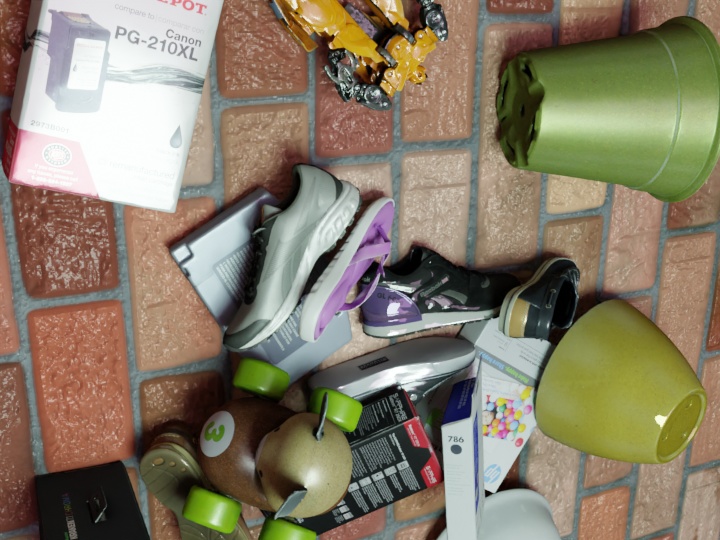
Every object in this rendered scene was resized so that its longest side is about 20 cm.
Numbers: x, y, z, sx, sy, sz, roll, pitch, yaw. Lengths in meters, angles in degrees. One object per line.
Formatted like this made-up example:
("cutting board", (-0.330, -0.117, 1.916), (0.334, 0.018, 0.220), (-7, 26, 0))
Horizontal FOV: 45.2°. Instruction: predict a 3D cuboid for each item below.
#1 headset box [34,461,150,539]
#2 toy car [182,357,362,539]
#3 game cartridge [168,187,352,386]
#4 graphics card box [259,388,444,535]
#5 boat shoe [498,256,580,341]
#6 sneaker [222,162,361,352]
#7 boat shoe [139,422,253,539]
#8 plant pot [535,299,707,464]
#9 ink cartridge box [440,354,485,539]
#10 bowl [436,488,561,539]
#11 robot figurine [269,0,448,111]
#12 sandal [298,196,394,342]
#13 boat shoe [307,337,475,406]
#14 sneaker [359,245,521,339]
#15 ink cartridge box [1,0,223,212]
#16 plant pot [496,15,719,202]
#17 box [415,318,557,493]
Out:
("headset box", (-0.257, 0.308, 0.839), (0.092, 0.174, 0.202), (-6, 108, -23))
("toy car", (-0.071, 0.171, 0.792), (0.157, 0.200, 0.165), (22, 74, -6))
("game cartridge", (-0.093, 0.021, 0.902), (0.133, 0.041, 0.201), (-37, 119, -15))
("graphics card box", (-0.017, 0.221, 0.955), (0.199, 0.051, 0.126), (-25, 131, 0))
("boat shoe", (0.222, 0.035, 1.000), (0.200, 0.062, 0.075), (-25, 125, -57))
("sneaker", (-0.082, -0.013, 0.842), (0.079, 0.074, 0.201), (32, 85, -21))
("boat shoe", (-0.160, 0.249, 0.921), (0.072, 0.068, 0.201), (-18, 113, 16))
("plant pot", (0.334, 0.156, 1.063), (0.199, 0.142, 0.201), (-21, 126, -31))
("ink cartridge box", (0.118, 0.205, 0.985), (0.039, 0.100, 0.202), (2, 110, 14))
("bowl", (0.187, 0.387, 1.108), (0.200, 0.090, 0.202), (-14, 125, -21))
("robot figurine", (-0.005, -0.253, 0.839), (0.200, 0.058, 0.145), (42, 87, -30))
("sandal", (-0.001, 0.005, 0.880), (0.203, 0.050, 0.083), (-56, 165, -39))
("boat shoe", (0.040, 0.131, 0.982), (0.199, 0.072, 0.068), (-16, 111, -18))
("sneaker", (0.094, 0.013, 0.970), (0.199, 0.076, 0.088), (-11, 106, -22))
("ink cartridge box", (-0.216, -0.167, 0.750), (0.144, 0.084, 0.201), (9, 103, -29))
("plant pot", (0.254, -0.173, 0.936), (0.188, 0.200, 0.202), (-2, 108, -11))
("box", (0.156, 0.158, 1.066), (0.155, 0.041, 0.201), (30, 93, -30))
